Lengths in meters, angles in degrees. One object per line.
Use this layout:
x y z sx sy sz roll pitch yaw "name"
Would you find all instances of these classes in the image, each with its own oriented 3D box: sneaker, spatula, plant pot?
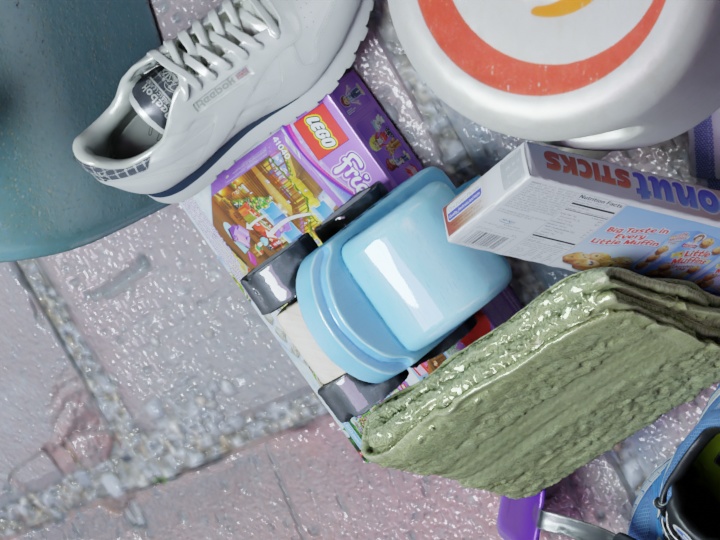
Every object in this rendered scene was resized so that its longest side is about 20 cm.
-0.075 -0.115 1.594 0.200 0.080 0.076 -46 59 16 "sneaker"
0.132 0.152 1.616 0.200 0.021 0.057 22 108 54 "spatula"
-0.246 -0.092 1.664 0.195 0.200 0.197 -5 111 33 "plant pot"
0.188 0.136 1.592 0.078 0.089 0.200 31 128 14 "sneaker"

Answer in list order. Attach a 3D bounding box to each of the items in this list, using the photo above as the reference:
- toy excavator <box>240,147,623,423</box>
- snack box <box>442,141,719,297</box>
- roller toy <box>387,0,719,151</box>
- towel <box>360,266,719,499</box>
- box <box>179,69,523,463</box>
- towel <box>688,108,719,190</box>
0.063 -0.022 1.539 0.100 0.194 0.200 56 141 -4 "toy excavator"
0.144 -0.022 1.487 0.072 0.200 0.024 -40 49 42 "snack box"
0.112 -0.155 1.423 0.200 0.140 0.183 -43 74 17 "roller toy"
0.110 0.062 1.557 0.200 0.148 0.037 -38 53 31 "towel"
0.000 0.000 1.665 0.137 0.039 0.200 -32 95 37 "box"
0.260 -0.098 1.471 0.200 0.024 0.147 6 117 28 "towel"
